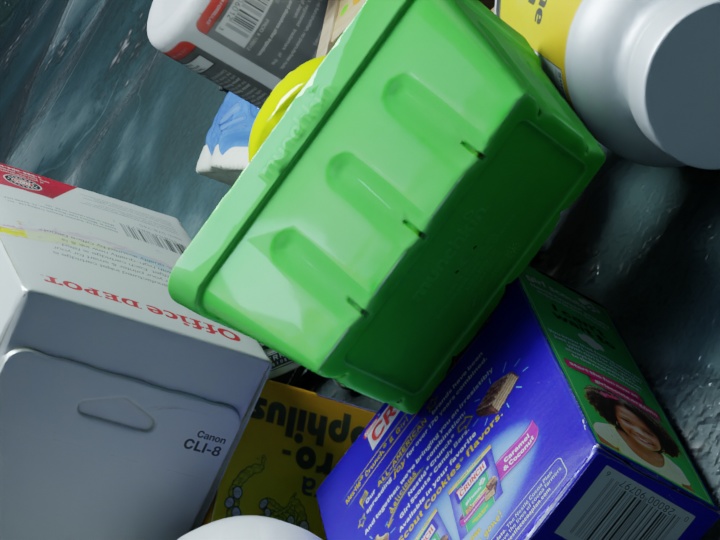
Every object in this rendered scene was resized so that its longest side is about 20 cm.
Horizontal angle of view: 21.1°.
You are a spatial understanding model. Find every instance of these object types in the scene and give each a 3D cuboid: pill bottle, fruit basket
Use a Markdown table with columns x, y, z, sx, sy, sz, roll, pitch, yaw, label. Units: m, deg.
| x | y | z | sx | sy | sz | roll | pitch | yaw | label |
| --- | --- | --- | --- | --- | --- | --- | --- | --- | --- |
| -0.034 | -0.156 | 1.311 | 0.116 | 0.199 | 0.116 | -47 | 25 | 31 | pill bottle |
| -0.004 | -0.055 | 0.959 | 0.214 | 0.155 | 0.218 | -11 | 68 | 30 | fruit basket |
| 0.146 | -0.117 | 0.980 | 0.112 | 0.112 | 0.200 | -56 | 21 | 8 | pill bottle |

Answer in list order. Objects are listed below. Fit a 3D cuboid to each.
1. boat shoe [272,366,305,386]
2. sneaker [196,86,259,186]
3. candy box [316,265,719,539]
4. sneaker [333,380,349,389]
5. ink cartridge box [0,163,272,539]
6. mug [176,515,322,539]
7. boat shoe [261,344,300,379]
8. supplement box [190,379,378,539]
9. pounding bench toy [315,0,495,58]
| x | y | z | sx | sy | sz | roll | pitch | yaw | label |
| --- | --- | --- | --- | --- | --- | --- | --- | --- | --- |
| -0.087 | 0.095 | 1.294 | 0.201 | 0.071 | 0.066 | -48 | 29 | 41 | boat shoe |
| -0.071 | -0.120 | 1.519 | 0.200 | 0.076 | 0.112 | -171 | 101 | -74 | sneaker |
| 0.065 | 0.109 | 0.913 | 0.170 | 0.077 | 0.200 | -54 | 23 | 16 | candy box |
| 0.000 | 0.000 | 1.147 | 0.200 | 0.115 | 0.076 | -34 | 31 | 48 | sneaker |
| -0.162 | 0.051 | 1.055 | 0.146 | 0.144 | 0.200 | -65 | 27 | 13 | ink cartridge box |
| -0.064 | 0.215 | 0.954 | 0.187 | 0.149 | 0.154 | -51 | 25 | 25 | mug |
| -0.096 | 0.040 | 1.173 | 0.073 | 0.069 | 0.199 | -20 | 1 | -22 | boat shoe |
| -0.075 | 0.133 | 1.125 | 0.200 | 0.108 | 0.110 | -16 | 60 | 60 | supplement box |
| 0.043 | -0.194 | 1.191 | 0.156 | 0.199 | 0.125 | -40 | 28 | 42 | pounding bench toy |
